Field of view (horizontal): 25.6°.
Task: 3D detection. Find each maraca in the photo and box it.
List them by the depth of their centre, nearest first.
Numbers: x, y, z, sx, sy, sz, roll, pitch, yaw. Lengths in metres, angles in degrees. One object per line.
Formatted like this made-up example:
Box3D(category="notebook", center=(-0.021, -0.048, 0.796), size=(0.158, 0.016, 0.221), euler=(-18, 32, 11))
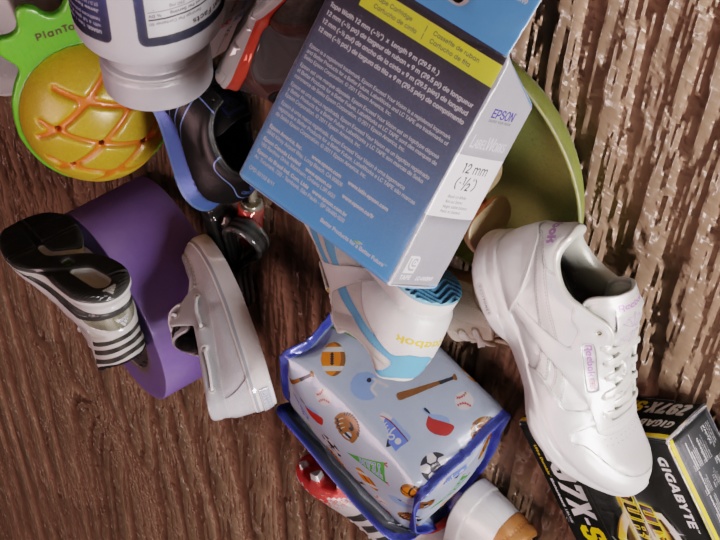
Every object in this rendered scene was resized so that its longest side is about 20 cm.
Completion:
Box3D(category="maraca", center=(-0.238, -0.157, 1.367), size=(0.200, 0.137, 0.107), euler=(74, 172, -46))

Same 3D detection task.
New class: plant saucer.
Box3D(category="plant saucer", center=(0.082, -0.083, 1.079), size=(0.200, 0.031, 0.200), euler=(37, 148, 28))

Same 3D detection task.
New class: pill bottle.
Box3D(category="pill bottle", center=(-0.152, -0.214, 1.103), size=(0.111, 0.111, 0.200), euler=(34, 144, 31))

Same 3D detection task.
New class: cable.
Box3D(category="cable", center=(-0.102, -0.022, 1.422), size=(0.097, 0.050, 0.200), euler=(39, 159, 28))

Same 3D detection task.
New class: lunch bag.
Box3D(category="lunch bag", center=(0.020, 0.129, 1.317), size=(0.170, 0.124, 0.200), euler=(46, 164, 14))

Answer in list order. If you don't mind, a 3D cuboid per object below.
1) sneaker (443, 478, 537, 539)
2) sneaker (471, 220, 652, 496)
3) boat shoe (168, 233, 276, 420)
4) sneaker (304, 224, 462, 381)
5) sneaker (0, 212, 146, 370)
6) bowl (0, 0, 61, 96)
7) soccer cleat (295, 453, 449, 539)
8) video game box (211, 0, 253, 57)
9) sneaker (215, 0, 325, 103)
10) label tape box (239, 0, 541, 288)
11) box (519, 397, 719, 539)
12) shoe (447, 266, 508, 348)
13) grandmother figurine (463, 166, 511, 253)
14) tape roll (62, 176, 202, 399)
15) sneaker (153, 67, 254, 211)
Box3D(category="sneaker", center=(0.111, 0.269, 1.381), size=(0.085, 0.073, 0.200), euler=(37, 149, 23))
Box3D(category="sneaker", center=(0.147, 0.059, 1.027), size=(0.100, 0.075, 0.200), euler=(-18, 105, 44))
Box3D(category="boat shoe", center=(-0.129, 0.049, 1.355), size=(0.072, 0.068, 0.200), euler=(82, 166, -52))
Box3D(category="sneaker", center=(0.000, 0.000, 1.145), size=(0.200, 0.076, 0.081), euler=(55, 132, 52))
Box3D(category="sneaker", center=(-0.262, 0.029, 1.446), size=(0.200, 0.076, 0.115), euler=(33, 144, 46))
Box3D(category="bowl", center=(-0.330, -0.264, 1.424), size=(0.201, 0.090, 0.201), euler=(36, 146, 29))
Box3D(category="soccer cleat", center=(0.015, 0.221, 1.480), size=(0.200, 0.069, 0.085), euler=(15, 130, 43))
Box3D(category="video game box", center=(-0.150, -0.279, 1.190), size=(0.200, 0.047, 0.182), euler=(49, 153, 6))
Box3D(category="sneaker", center=(-0.037, -0.178, 1.132), size=(0.082, 0.077, 0.200), euler=(28, 154, -11))
Box3D(category="label tape box", center=(0.028, -0.109, 1.004), size=(0.143, 0.066, 0.200), euler=(37, 106, 30))
Box3D(category="box", center=(0.218, 0.184, 1.156), size=(0.160, 0.049, 0.200), euler=(2, 124, 57))
Box3D(category="shoe", center=(0.072, 0.028, 1.170), size=(0.200, 0.053, 0.070), euler=(30, 173, 43))
Box3D(category="grandmother figurine", center=(0.010, -0.077, 1.102), size=(0.200, 0.061, 0.121), euler=(20, 129, 42))
Box3D(category="tape roll", center=(-0.203, 0.017, 1.520), size=(0.200, 0.085, 0.200), euler=(48, 156, 29))
Box3D(category="sneaker", center=(-0.138, -0.150, 1.303), size=(0.078, 0.070, 0.200), euler=(-20, 100, 37))
